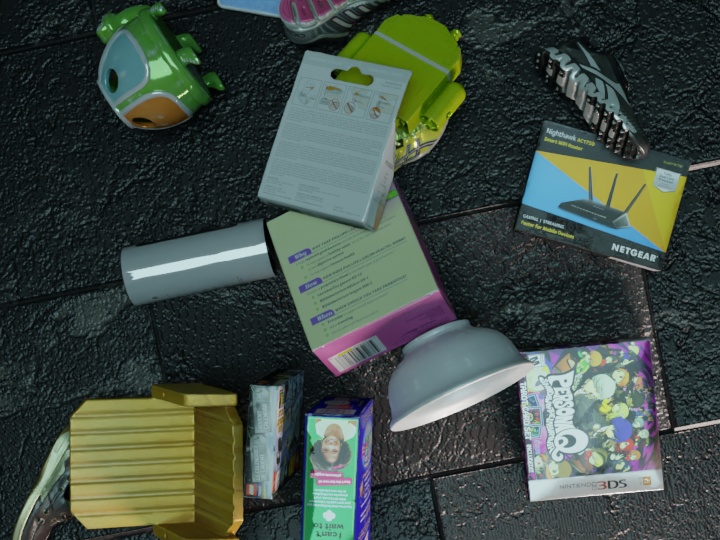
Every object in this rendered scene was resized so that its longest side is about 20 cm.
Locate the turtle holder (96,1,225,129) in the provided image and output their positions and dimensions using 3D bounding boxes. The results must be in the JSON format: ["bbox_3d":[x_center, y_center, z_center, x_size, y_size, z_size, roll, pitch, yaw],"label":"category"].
[{"bbox_3d":[-0.279,-0.270,1.690,0.131,0.141,0.186,-36,91,5],"label":"turtle holder"}]

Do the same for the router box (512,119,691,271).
[{"bbox_3d":[0.313,-0.097,1.704,0.198,0.051,0.151,15,91,3],"label":"router box"}]

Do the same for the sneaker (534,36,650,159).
[{"bbox_3d":[0.317,-0.231,1.674,0.090,0.067,0.200,-32,66,-17],"label":"sneaker"}]

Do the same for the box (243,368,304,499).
[{"bbox_3d":[-0.108,0.204,1.663,0.039,0.200,0.139,3,91,7],"label":"box"}]

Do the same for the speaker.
[{"bbox_3d":[-0.211,-0.011,1.723,0.198,0.081,0.082,-12,91,4],"label":"speaker"}]

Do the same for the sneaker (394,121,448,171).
[{"bbox_3d":[0.045,-0.165,1.706,0.075,0.076,0.200,44,92,3],"label":"sneaker"}]

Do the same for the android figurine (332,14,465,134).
[{"bbox_3d":[0.051,-0.254,1.690,0.181,0.041,0.201,30,70,22],"label":"android figurine"}]

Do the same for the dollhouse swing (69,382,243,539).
[{"bbox_3d":[-0.267,0.255,1.685,0.174,0.181,0.203,0,92,-30],"label":"dollhouse swing"}]

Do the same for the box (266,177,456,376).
[{"bbox_3d":[0.000,0.000,1.658,0.175,0.097,0.201,-26,61,7],"label":"box"}]

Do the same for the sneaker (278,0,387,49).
[{"bbox_3d":[-0.021,-0.351,1.712,0.199,0.088,0.074,-30,72,-18],"label":"sneaker"}]

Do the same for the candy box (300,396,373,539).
[{"bbox_3d":[-0.029,0.273,1.676,0.076,0.169,0.203,1,92,7],"label":"candy box"}]

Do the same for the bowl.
[{"bbox_3d":[0.112,0.123,1.661,0.199,0.201,0.091,-25,76,4],"label":"bowl"}]

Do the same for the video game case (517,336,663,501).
[{"bbox_3d":[0.301,0.196,1.721,0.179,0.036,0.203,-5,91,3],"label":"video game case"}]

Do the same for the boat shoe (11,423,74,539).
[{"bbox_3d":[-0.406,0.307,1.747,0.064,0.073,0.202,23,93,8],"label":"boat shoe"}]

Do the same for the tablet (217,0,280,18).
[{"bbox_3d":[-0.114,-0.441,1.739,0.129,0.014,0.202,10,93,3],"label":"tablet"}]

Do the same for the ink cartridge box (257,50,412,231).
[{"bbox_3d":[-0.027,-0.164,1.642,0.161,0.050,0.202,15,81,26],"label":"ink cartridge box"}]
